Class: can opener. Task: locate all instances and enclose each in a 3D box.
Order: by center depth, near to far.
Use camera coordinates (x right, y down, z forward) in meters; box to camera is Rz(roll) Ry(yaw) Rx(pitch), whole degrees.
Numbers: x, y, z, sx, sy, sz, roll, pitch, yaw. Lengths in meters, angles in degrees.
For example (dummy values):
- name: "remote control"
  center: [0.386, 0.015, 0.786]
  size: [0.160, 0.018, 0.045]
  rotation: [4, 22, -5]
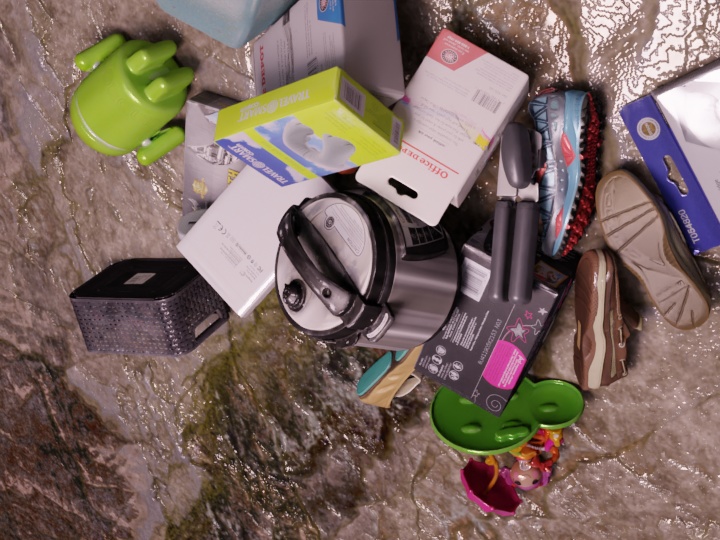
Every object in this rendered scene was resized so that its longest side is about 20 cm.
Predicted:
- name: "can opener"
  center: [0.166, -0.063, 1.205]
  size: [0.053, 0.067, 0.202]
  rotation: [5, 90, 37]

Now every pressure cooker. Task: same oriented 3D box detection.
- name: "pressure cooker"
  center: [-0.001, 0.003, 1.239]
  size: [0.175, 0.199, 0.180]
  rotation: [-2, 81, 43]

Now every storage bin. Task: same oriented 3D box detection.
- name: "storage bin"
  center: [-0.311, 0.052, 1.598]
  size: [0.199, 0.135, 0.094]
  rotation: [1, 116, 29]

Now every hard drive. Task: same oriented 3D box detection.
- name: "hard drive"
  center: [-0.126, -0.058, 1.373]
  size: [0.132, 0.027, 0.200]
  rotation: [45, 101, 15]

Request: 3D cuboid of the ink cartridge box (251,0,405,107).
- name: "ink cartridge box"
  center: [-0.042, -0.236, 1.256]
  size: [0.200, 0.084, 0.146]
  rotation: [-26, 64, 53]

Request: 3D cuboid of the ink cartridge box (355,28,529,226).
- name: "ink cartridge box"
  center: [0.093, -0.156, 1.232]
  size: [0.116, 0.067, 0.201]
  rotation: [32, 87, 12]

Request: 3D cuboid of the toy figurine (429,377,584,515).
- name: "toy figurine"
  center: [0.201, 0.243, 1.440]
  size: [0.198, 0.151, 0.185]
  rotation: [-7, 128, 6]

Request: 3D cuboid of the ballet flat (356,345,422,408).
- name: "ballet flat"
  center: [0.066, 0.122, 1.477]
  size: [0.063, 0.069, 0.200]
  rotation: [27, 134, -14]

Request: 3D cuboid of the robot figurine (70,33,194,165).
- name: "robot figurine"
  center: [-0.314, -0.232, 1.460]
  size: [0.199, 0.116, 0.176]
  rotation: [-31, 97, 38]

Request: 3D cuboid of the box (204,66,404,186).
- name: "box"
  center: [-0.067, -0.152, 1.196]
  size: [0.199, 0.048, 0.122]
  rotation: [-12, 150, 36]

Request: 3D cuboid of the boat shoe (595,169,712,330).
- name: "boat shoe"
  center: [0.339, -0.029, 1.240]
  size: [0.073, 0.063, 0.201]
  rotation: [-35, 90, 33]

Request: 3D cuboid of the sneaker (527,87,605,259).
- name: "sneaker"
  center: [0.225, -0.114, 1.253]
  size: [0.095, 0.079, 0.202]
  rotation: [17, 115, 32]

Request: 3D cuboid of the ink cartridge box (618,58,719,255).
- name: "ink cartridge box"
  center: [0.400, -0.124, 1.157]
  size: [0.199, 0.041, 0.200]
  rotation: [-25, 101, 37]

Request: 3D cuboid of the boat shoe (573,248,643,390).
- name: "boat shoe"
  center: [0.297, 0.054, 1.288]
  size: [0.074, 0.075, 0.203]
  rotation: [-7, 132, -2]

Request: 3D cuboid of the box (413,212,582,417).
- name: "box"
  center: [0.169, 0.052, 1.339]
  size: [0.132, 0.115, 0.201]
  rotation: [29, 124, 14]

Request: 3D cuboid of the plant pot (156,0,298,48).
- name: "plant pot"
  center: [-0.143, -0.380, 1.245]
  size: [0.195, 0.196, 0.201]
  rotation: [29, 134, 13]

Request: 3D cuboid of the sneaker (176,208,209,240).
- name: "sneaker"
  center: [-0.146, -0.045, 1.445]
  size: [0.199, 0.073, 0.071]
  rotation: [4, 146, 24]

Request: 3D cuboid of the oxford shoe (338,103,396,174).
- name: "oxford shoe"
  center: [0.012, -0.218, 1.326]
  size: [0.071, 0.072, 0.202]
  rotation: [-138, 51, -58]

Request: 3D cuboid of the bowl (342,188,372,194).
- name: "bowl"
  center: [-0.006, 0.002, 1.427]
  size: [0.200, 0.090, 0.202]
  rotation: [14, 121, 24]

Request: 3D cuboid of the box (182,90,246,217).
- name: "box"
  center: [-0.164, -0.126, 1.474]
  size: [0.157, 0.048, 0.201]
  rotation: [21, 123, 18]
